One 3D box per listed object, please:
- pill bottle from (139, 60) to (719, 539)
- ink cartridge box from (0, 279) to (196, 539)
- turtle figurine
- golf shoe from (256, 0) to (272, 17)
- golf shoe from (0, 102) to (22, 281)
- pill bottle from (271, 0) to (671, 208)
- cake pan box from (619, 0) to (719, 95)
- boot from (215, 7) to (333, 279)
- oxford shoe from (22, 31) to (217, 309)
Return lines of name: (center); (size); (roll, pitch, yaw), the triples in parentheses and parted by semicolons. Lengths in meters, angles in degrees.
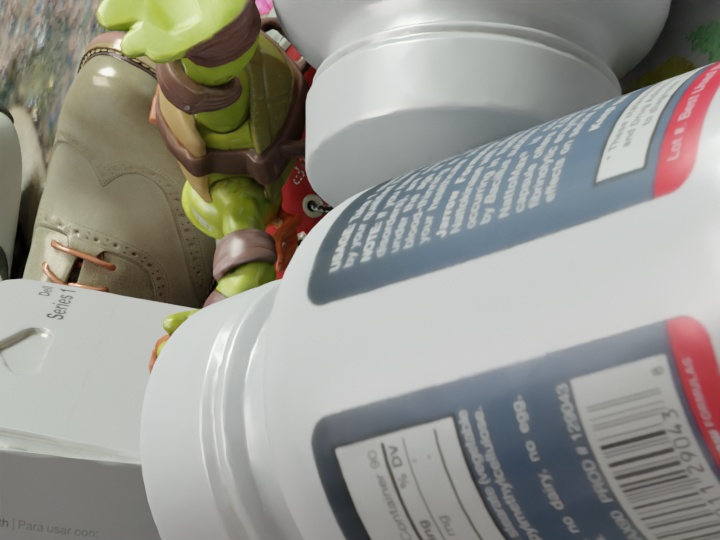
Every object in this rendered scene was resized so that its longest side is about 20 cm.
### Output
pill bottle: (0.047, 0.027, 0.693); (0.199, 0.119, 0.120); (-17, 60, 40)
ink cartridge box: (-0.097, 0.122, 0.962); (0.146, 0.084, 0.201); (-82, -1, -71)
turtle figurine: (-0.042, -0.044, 0.860); (0.162, 0.064, 0.201); (78, -173, -59)
golf shoe: (-0.030, -0.087, 1.058); (0.200, 0.072, 0.093); (-30, 49, 54)
golf shoe: (-0.178, 0.022, 1.300); (0.088, 0.077, 0.201); (18, 95, 42)
pill bottle: (0.032, -0.116, 0.808); (0.112, 0.112, 0.201); (-32, 49, 53)
cake pan box: (0.104, -0.090, 0.835); (0.184, 0.052, 0.201); (-37, 45, 47)
boot: (0.000, 0.000, 0.939); (0.200, 0.072, 0.145); (111, 157, -53)
oxford shoe: (-0.091, 0.006, 1.056); (0.074, 0.070, 0.201); (-49, -27, -41)
